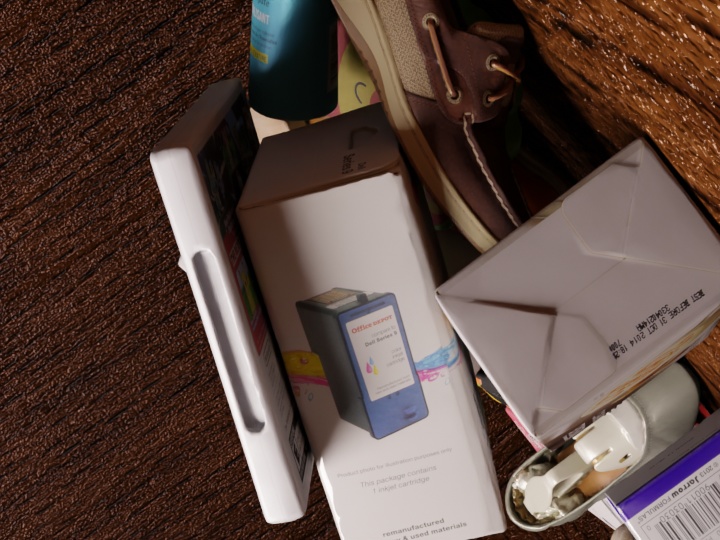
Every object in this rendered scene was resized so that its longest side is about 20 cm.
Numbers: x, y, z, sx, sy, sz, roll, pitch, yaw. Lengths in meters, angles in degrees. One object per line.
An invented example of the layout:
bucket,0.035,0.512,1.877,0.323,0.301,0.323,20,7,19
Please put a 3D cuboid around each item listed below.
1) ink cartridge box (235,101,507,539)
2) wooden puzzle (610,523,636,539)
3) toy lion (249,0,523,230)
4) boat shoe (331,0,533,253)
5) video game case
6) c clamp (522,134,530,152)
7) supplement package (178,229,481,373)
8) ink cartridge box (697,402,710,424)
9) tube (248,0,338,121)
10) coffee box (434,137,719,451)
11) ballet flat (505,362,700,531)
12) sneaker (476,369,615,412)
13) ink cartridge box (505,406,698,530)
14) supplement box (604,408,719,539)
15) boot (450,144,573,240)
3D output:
ink cartridge box,0.008,0.027,0.724,0.145,0.087,0.201,-88,-16,-70
wooden puzzle,0.215,0.283,1.001,0.200,0.046,0.186,48,-141,-70
toy lion,0.009,-0.125,0.788,0.191,0.069,0.201,12,119,45
boat shoe,0.047,-0.098,0.668,0.201,0.072,0.072,63,-163,-4
video game case,-0.056,0.005,0.704,0.200,0.023,0.183,-83,-22,-74
c clamp,0.116,-0.032,1.008,0.171,0.027,0.200,47,160,22
supplement package,0.000,0.000,0.931,0.200,0.117,0.117,39,-152,14
ink cartridge box,0.207,0.066,1.107,0.200,0.050,0.161,57,-177,21
tube,-0.033,-0.180,0.723,0.077,0.050,0.201,-130,37,-54
coffee box,0.111,0.022,0.667,0.080,0.114,0.200,55,-178,13
ballet flat,0.170,0.135,0.997,0.068,0.064,0.200,59,140,20
sneaker,0.130,0.059,0.981,0.090,0.070,0.200,29,158,-10
ink cartridge box,0.229,0.164,1.113,0.146,0.085,0.200,51,168,-35
supplement box,0.254,0.196,0.859,0.200,0.101,0.103,55,-177,7
boot,0.069,-0.044,0.888,0.200,0.107,0.075,52,146,17
